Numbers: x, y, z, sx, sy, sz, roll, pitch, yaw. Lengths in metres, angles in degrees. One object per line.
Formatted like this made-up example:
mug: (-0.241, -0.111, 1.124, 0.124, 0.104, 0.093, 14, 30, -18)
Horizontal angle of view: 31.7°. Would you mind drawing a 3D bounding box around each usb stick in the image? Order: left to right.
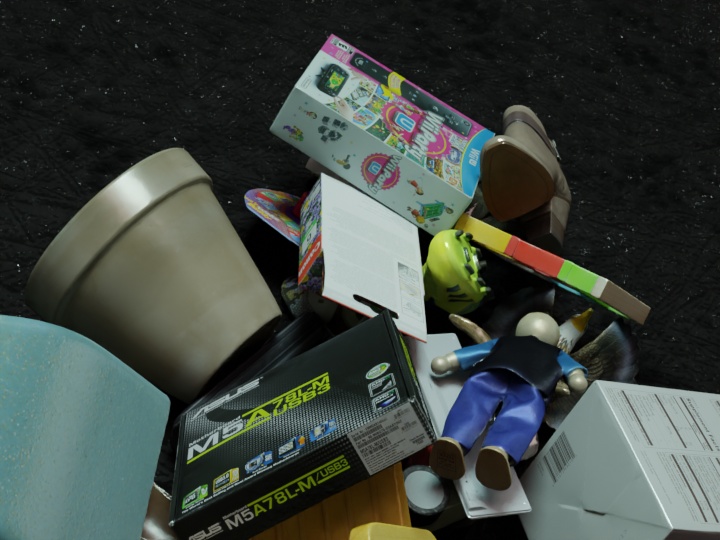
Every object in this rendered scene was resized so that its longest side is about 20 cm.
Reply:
usb stick: (-0.101, 0.101, 1.155, 0.033, 0.056, 0.200, 38, 45, 11)

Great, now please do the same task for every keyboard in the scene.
keyboard: (0.086, 0.126, 1.075, 0.056, 0.011, 0.201, 2, 42, -22)

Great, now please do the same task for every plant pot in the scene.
plant pot: (-0.277, 0.130, 0.892, 0.195, 0.200, 0.197, -4, 55, 18)
plant pot: (-0.169, 0.019, 1.146, 0.173, 0.200, 0.200, 43, 47, 6)

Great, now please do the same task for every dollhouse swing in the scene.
dollhouse swing: (-0.064, 0.196, 0.921, 0.199, 0.182, 0.177, -22, 68, 19)

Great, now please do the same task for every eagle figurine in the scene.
eagle figurine: (0.180, 0.089, 1.225, 0.200, 0.150, 0.153, -11, 84, -69)

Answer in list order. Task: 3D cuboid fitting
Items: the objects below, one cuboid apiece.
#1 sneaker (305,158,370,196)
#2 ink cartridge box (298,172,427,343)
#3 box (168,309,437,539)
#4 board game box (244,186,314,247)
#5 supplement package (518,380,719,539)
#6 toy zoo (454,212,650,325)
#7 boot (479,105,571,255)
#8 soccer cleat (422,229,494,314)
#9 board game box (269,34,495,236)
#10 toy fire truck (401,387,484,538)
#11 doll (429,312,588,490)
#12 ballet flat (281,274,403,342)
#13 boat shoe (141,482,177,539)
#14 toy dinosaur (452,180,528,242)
sneaker: (0.021, -0.117, 1.343, 0.075, 0.105, 0.200, 36, -1, -36)
ink cartridge box: (0.000, 0.000, 1.154, 0.108, 0.050, 0.200, 25, 31, -17)
box: (-0.047, 0.120, 0.971, 0.199, 0.048, 0.193, -27, 19, 4)
board game box: (-0.023, -0.047, 1.296, 0.200, 0.039, 0.158, 36, 17, 23)
supplement package: (0.263, 0.203, 1.057, 0.199, 0.152, 0.151, 8, 40, -28)
toy zoo: (0.176, -0.007, 1.247, 0.199, 0.021, 0.131, 27, 1, 32)
boot: (0.164, -0.113, 1.294, 0.070, 0.200, 0.147, -15, 49, 17)
soccer cleat: (0.082, 0.010, 1.228, 0.083, 0.200, 0.065, -15, 77, 7)
board game box: (0.025, -0.136, 1.261, 0.199, 0.064, 0.148, 32, 34, -5)
toy fire truck: (0.002, 0.153, 1.104, 0.175, 0.129, 0.201, -16, 61, -31)
doll: (0.121, 0.096, 1.065, 0.136, 0.049, 0.200, 9, 36, 25)
ballet flat: (-0.003, 0.052, 1.230, 0.072, 0.072, 0.200, -23, 54, -34)
boat shoe: (-0.212, 0.178, 1.028, 0.201, 0.075, 0.075, 24, 43, 9)
toy dinosaur: (0.120, -0.070, 1.408, 0.102, 0.077, 0.200, -21, 57, -18)
